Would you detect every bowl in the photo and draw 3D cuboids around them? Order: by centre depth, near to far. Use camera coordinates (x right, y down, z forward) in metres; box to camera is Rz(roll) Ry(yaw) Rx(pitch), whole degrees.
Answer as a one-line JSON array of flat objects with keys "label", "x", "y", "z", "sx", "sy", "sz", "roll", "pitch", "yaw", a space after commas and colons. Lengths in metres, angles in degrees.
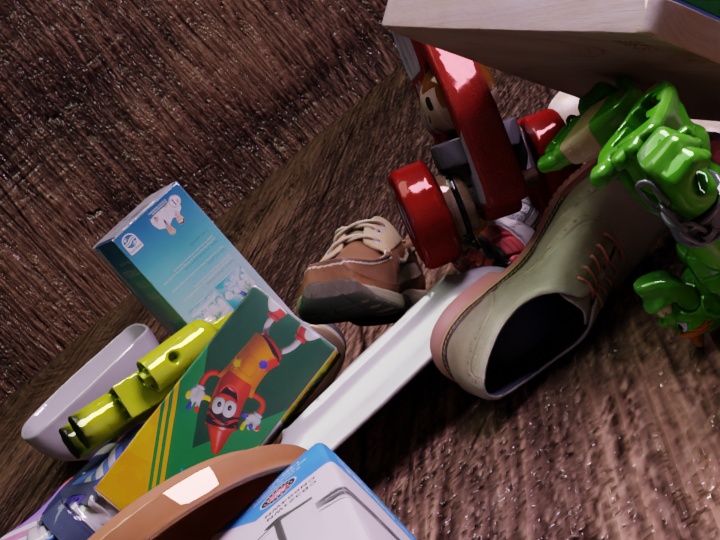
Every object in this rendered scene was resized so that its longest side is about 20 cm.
[{"label": "bowl", "x": -0.318, "y": 0.158, "z": 1.847, "sx": 0.200, "sy": 0.075, "sz": 0.200, "roll": -43, "pitch": 10, "yaw": -12}]

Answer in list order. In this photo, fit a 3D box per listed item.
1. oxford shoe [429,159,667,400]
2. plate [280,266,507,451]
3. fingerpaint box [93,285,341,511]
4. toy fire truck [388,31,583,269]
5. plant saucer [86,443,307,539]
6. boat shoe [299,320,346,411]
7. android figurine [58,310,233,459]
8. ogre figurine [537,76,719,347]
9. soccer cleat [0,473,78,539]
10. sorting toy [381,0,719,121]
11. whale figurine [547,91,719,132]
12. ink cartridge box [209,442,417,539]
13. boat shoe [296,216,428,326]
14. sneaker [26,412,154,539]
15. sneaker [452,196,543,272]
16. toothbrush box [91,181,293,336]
[{"label": "oxford shoe", "x": 0.131, "y": 0.001, "z": 0.871, "sx": 0.200, "sy": 0.071, "sz": 0.074, "roll": -48, "pitch": 24, "yaw": 1}, {"label": "plate", "x": 0.012, "y": 0.066, "z": 0.996, "sx": 0.200, "sy": 0.032, "sz": 0.200, "roll": -44, "pitch": -1, "yaw": -3}, {"label": "fingerpaint box", "x": -0.092, "y": 0.099, "z": 1.045, "sx": 0.167, "sy": 0.073, "sz": 0.200, "roll": -52, "pitch": -3, "yaw": -2}, {"label": "toy fire truck", "x": 0.060, "y": -0.100, "z": 0.963, "sx": 0.112, "sy": 0.168, "sz": 0.200, "roll": -23, "pitch": 2, "yaw": 1}, {"label": "plant saucer", "x": -0.101, "y": 0.164, "z": 0.805, "sx": 0.200, "sy": 0.032, "sz": 0.200, "roll": -34, "pitch": -25, "yaw": -19}, {"label": "boat shoe", "x": -0.085, "y": 0.094, "z": 1.248, "sx": 0.200, "sy": 0.072, "sz": 0.065, "roll": -42, "pitch": 13, "yaw": 31}, {"label": "android figurine", "x": -0.160, "y": 0.086, "z": 1.269, "sx": 0.200, "sy": 0.041, "sz": 0.182, "roll": -35, "pitch": -2, "yaw": -22}, {"label": "ogre figurine", "x": 0.159, "y": -0.032, "z": 0.715, "sx": 0.098, "sy": 0.120, "sz": 0.200, "roll": -47, "pitch": 9, "yaw": -11}, {"label": "soccer cleat", "x": -0.274, "y": 0.243, "z": 1.349, "sx": 0.076, "sy": 0.067, "sz": 0.200, "roll": -28, "pitch": 13, "yaw": 37}, {"label": "sorting toy", "x": 0.152, "y": -0.133, "z": 0.797, "sx": 0.200, "sy": 0.198, "sz": 0.070, "roll": 13, "pitch": 90, "yaw": 53}, {"label": "whale figurine", "x": 0.203, "y": -0.106, "z": 0.991, "sx": 0.159, "sy": 0.104, "sz": 0.200, "roll": -17, "pitch": 39, "yaw": 10}, {"label": "ink cartridge box", "x": -0.033, "y": 0.171, "z": 0.668, "sx": 0.146, "sy": 0.084, "sz": 0.200, "roll": -42, "pitch": 9, "yaw": -2}, {"label": "boat shoe", "x": 0.000, "y": 0.000, "z": 1.104, "sx": 0.075, "sy": 0.074, "sz": 0.200, "roll": -8, "pitch": -6, "yaw": 13}, {"label": "sneaker", "x": -0.201, "y": 0.201, "z": 1.223, "sx": 0.200, "sy": 0.081, "sz": 0.147, "roll": -26, "pitch": 24, "yaw": 52}, {"label": "sneaker", "x": 0.101, "y": -0.037, "z": 1.126, "sx": 0.082, "sy": 0.078, "sz": 0.200, "roll": -38, "pitch": 19, "yaw": -8}, {"label": "toothbrush box", "x": -0.149, "y": 0.022, "z": 1.426, "sx": 0.085, "sy": 0.200, "sz": 0.146, "roll": -45, "pitch": 11, "yaw": -14}]
